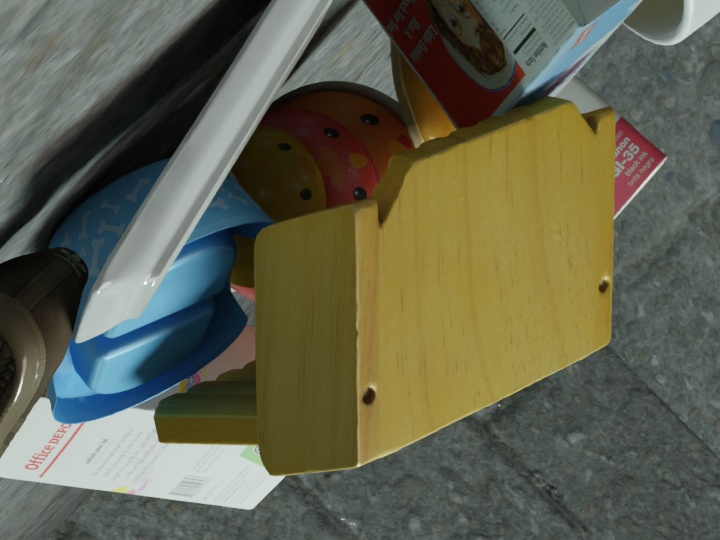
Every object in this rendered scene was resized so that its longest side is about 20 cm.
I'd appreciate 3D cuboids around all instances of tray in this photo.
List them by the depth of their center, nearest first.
[{"bbox_3d":[-0.060,-0.057,1.066,0.201,0.022,0.107,-59,-177,-17],"label":"tray"}]

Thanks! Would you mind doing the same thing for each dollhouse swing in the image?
[{"bbox_3d":[0.000,0.000,1.245,0.200,0.175,0.183,-22,119,-44],"label":"dollhouse swing"}]

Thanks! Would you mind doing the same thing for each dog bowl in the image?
[{"bbox_3d":[-0.106,0.009,1.214,0.111,0.050,0.200,-24,162,-23],"label":"dog bowl"}]

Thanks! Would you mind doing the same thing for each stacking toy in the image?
[{"bbox_3d":[-0.051,-0.032,1.342,0.146,0.146,0.200,-46,163,20],"label":"stacking toy"}]

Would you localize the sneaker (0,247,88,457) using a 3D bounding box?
[{"bbox_3d":[-0.177,0.064,1.122,0.200,0.070,0.076,-46,179,43],"label":"sneaker"}]

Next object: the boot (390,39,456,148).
[{"bbox_3d":[0.098,-0.141,1.382,0.143,0.071,0.202,-10,-145,17],"label":"boot"}]

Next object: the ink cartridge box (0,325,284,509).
[{"bbox_3d":[-0.133,0.074,1.403,0.117,0.199,0.068,133,-40,-53],"label":"ink cartridge box"}]

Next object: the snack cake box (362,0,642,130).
[{"bbox_3d":[0.069,-0.145,1.196,0.067,0.115,0.200,-36,176,-18],"label":"snack cake box"}]

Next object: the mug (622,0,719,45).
[{"bbox_3d":[0.182,-0.217,1.212,0.153,0.150,0.187,-30,169,-12],"label":"mug"}]

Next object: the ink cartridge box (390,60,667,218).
[{"bbox_3d":[0.128,-0.120,1.856,0.083,0.200,0.147,-49,178,6],"label":"ink cartridge box"}]
